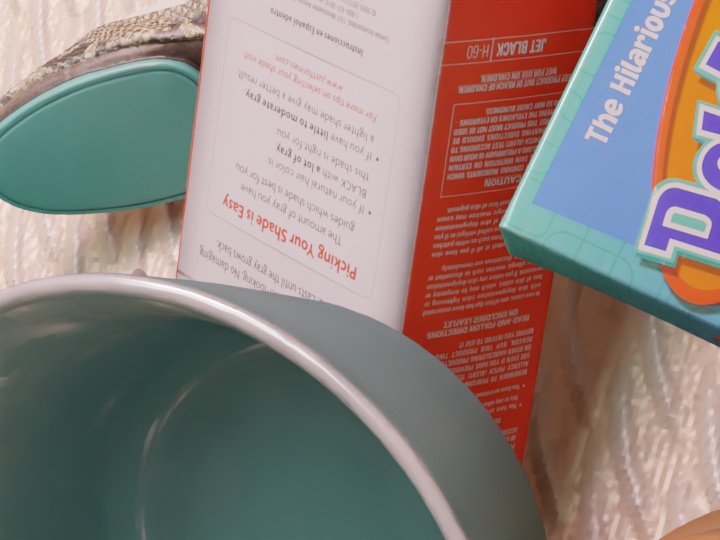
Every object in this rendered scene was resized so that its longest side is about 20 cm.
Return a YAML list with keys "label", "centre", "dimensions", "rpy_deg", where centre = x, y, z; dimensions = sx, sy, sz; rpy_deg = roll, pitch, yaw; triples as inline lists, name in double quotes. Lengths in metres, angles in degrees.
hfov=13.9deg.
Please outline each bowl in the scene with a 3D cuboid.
- label: "bowl"
  centre: [-0.030, 0.085, 0.772]
  dimensions: [0.200, 0.105, 0.202]
  rpy_deg: [8, 109, 26]

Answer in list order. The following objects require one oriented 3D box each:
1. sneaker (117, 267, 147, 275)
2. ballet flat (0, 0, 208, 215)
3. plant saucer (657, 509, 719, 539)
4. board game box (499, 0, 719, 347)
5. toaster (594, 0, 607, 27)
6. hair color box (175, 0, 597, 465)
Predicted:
- label: "sneaker"
  centre: [-0.105, 0.075, 0.907]
  dimensions: [0.082, 0.074, 0.200]
  rpy_deg: [-8, 38, 16]
- label: "ballet flat"
  centre: [-0.035, -0.071, 0.977]
  dimensions: [0.199, 0.068, 0.075]
  rpy_deg: [-15, 38, 28]
- label: "plant saucer"
  centre: [0.063, 0.147, 0.740]
  dimensions: [0.200, 0.032, 0.201]
  rpy_deg: [-50, 21, 27]
- label: "board game box"
  centre: [0.156, -0.033, 0.736]
  dimensions: [0.200, 0.045, 0.152]
  rpy_deg: [25, 85, 11]
- label: "toaster"
  centre: [0.094, -0.152, 0.868]
  dimensions: [0.129, 0.114, 0.201]
  rpy_deg: [-4, 70, 41]
- label: "hair color box"
  centre: [0.000, 0.000, 0.845]
  dimensions: [0.101, 0.061, 0.201]
  rpy_deg: [29, 117, 43]
